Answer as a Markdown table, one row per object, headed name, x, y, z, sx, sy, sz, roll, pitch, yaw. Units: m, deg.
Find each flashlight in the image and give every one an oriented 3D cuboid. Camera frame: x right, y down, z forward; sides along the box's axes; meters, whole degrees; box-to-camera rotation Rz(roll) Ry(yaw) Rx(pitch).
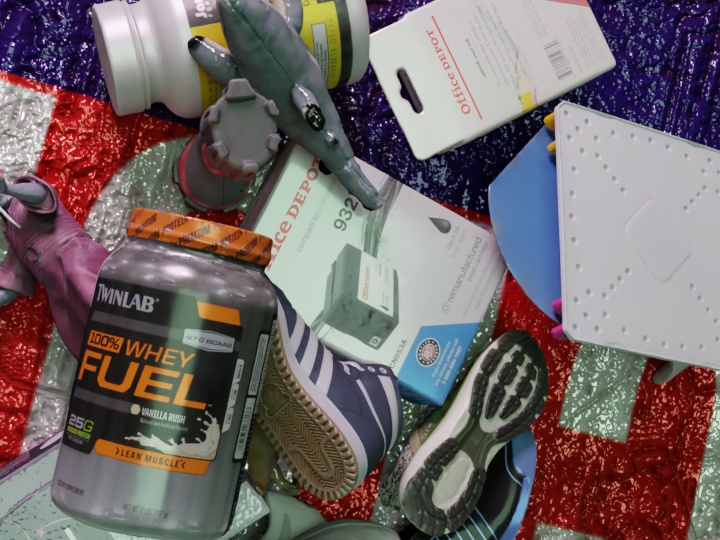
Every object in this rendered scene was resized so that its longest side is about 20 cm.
| name | x | y | z | sx | sy | sz | roll | pitch | yaw |
| --- | --- | --- | --- | --- | --- | --- | --- | --- | --- |
| flashlight | -0.099 | -0.082 | 0.873 | 0.068 | 0.200 | 0.068 | 36 | 80 | -11 |

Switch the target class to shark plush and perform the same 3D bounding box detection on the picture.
| name | x | y | z | sx | sy | sz | roll | pitch | yaw |
| --- | --- | --- | --- | --- | --- | --- | --- | --- | --- |
| shark plush | -0.052 | -0.117 | 0.854 | 0.091 | 0.083 | 0.201 | -27 | 114 | -9 |

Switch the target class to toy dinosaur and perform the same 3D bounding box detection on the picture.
| name | x | y | z | sx | sy | sz | roll | pitch | yaw |
| --- | --- | --- | --- | --- | --- | --- | --- | --- | --- |
| toy dinosaur | -0.070 | 0.132 | 0.902 | 0.058 | 0.200 | 0.101 | -40 | 118 | 18 |

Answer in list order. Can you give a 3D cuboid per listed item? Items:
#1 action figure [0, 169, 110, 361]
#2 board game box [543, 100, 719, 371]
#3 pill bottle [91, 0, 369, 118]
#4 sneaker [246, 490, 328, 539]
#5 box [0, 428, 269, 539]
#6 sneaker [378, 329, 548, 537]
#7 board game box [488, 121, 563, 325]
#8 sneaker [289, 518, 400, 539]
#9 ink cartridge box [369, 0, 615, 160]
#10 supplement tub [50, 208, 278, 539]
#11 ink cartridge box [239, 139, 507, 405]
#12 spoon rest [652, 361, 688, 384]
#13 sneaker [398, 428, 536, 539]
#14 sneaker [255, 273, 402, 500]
| name | x | y | z | sx | sy | sz | roll | pitch | yaw |
| --- | --- | --- | --- | --- | --- | --- | --- | --- | --- |
| action figure | -0.220 | -0.016 | 0.889 | 0.149 | 0.134 | 0.200 | -22 | 65 | -46 |
| board game box | 0.237 | -0.022 | 0.971 | 0.199 | 0.026 | 0.201 | 12 | 67 | -28 |
| pill bottle | -0.102 | -0.183 | 0.923 | 0.199 | 0.112 | 0.113 | -15 | 91 | -15 |
| sneaker | -0.099 | 0.264 | 0.922 | 0.088 | 0.074 | 0.200 | 35 | 68 | -8 |
| box | -0.188 | 0.176 | 0.879 | 0.200 | 0.115 | 0.133 | -32 | 94 | -14 |
| sneaker | 0.077 | 0.123 | 0.967 | 0.200 | 0.088 | 0.077 | -48 | 112 | -27 |
| board game box | 0.176 | -0.037 | 0.981 | 0.158 | 0.039 | 0.200 | 48 | 56 | -7 |
| sneaker | -0.016 | 0.229 | 0.851 | 0.199 | 0.115 | 0.074 | -1 | 91 | -43 |
| ink cartridge box | 0.100 | -0.177 | 0.998 | 0.199 | 0.067 | 0.117 | -27 | 93 | -16 |
| supplement tub | -0.124 | 0.066 | 0.776 | 0.122 | 0.123 | 0.201 | 12 | 87 | -13 |
| ink cartridge box | 0.000 | 0.000 | 0.953 | 0.199 | 0.084 | 0.146 | 29 | 81 | -11 |
| spoon rest | 0.235 | 0.005 | 1.027 | 0.099 | 0.061 | 0.200 | -34 | 96 | -14 |
| sneaker | 0.077 | 0.211 | 0.969 | 0.078 | 0.070 | 0.201 | 25 | 81 | -16 |
| sneaker | -0.042 | 0.066 | 0.879 | 0.070 | 0.108 | 0.200 | -35 | 82 | 30 |
